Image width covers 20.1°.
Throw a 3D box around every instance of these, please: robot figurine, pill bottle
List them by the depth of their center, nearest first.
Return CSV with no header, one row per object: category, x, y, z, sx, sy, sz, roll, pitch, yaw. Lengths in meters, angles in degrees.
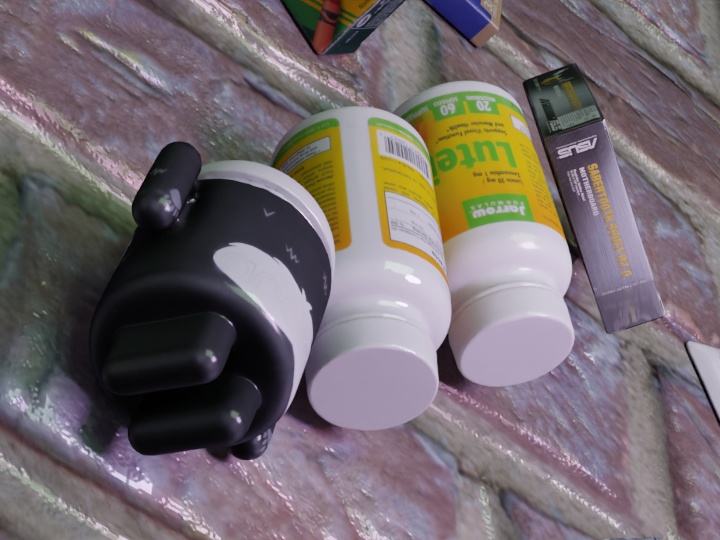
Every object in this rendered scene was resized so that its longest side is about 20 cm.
robot figurine,-0.085,0.021,1.167,0.124,0.151,0.201,23,35,-3
pill bottle,0.000,0.000,1.310,0.111,0.111,0.201,29,37,-32
pill bottle,0.085,-0.024,1.434,0.111,0.111,0.201,21,41,-40

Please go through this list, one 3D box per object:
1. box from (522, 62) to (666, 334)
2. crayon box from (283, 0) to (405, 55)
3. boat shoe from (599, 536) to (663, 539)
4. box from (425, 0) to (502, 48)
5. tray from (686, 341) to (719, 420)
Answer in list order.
box,0.177,-0.059,1.557,0.200,0.048,0.160,-89,159,-73
crayon box,-0.031,-0.283,1.560,0.201,0.127,0.051,57,31,12
boat shoe,0.229,0.236,1.398,0.199,0.071,0.091,18,48,-40
box,0.046,-0.293,1.767,0.200,0.032,0.122,38,33,-19
tray,0.345,0.146,1.703,0.107,0.022,0.201,15,46,-46
